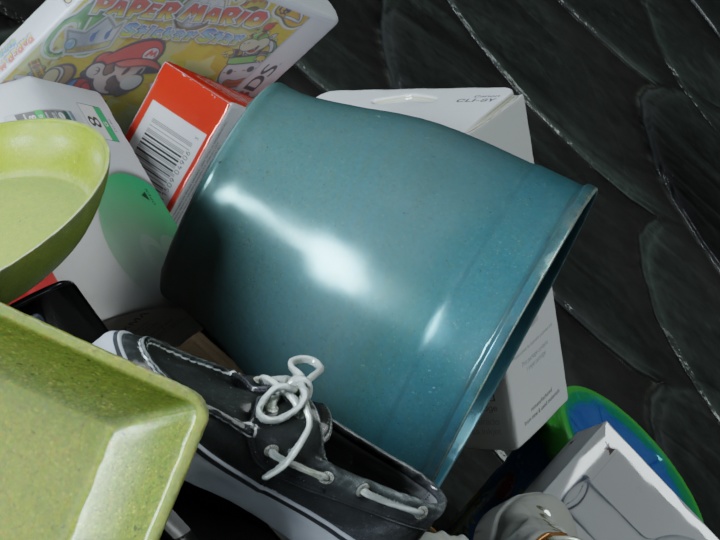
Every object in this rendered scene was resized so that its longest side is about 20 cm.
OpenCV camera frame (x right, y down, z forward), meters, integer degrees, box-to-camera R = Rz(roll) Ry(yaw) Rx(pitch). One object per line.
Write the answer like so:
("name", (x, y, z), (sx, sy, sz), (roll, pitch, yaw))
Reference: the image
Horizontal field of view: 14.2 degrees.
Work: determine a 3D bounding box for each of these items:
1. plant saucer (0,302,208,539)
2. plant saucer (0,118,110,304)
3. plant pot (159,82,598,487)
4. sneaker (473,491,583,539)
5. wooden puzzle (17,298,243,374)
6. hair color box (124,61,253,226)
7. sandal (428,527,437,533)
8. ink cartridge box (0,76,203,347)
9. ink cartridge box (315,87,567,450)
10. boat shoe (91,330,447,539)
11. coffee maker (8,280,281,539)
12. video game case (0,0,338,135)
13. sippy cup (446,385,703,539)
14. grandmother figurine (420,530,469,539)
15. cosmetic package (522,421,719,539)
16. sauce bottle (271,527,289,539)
("plant saucer", (-0.192, 0.110, 1.269), (0.199, 0.200, 0.048), (26, -10, -25))
("plant saucer", (-0.212, -0.013, 1.428), (0.200, 0.199, 0.031), (-85, 157, -61))
("plant pot", (0.000, 0.000, 1.568), (0.187, 0.201, 0.200), (28, 21, 5))
("sneaker", (0.103, 0.167, 1.557), (0.073, 0.084, 0.200), (60, 23, -9))
("wooden puzzle", (-0.130, 0.065, 1.638), (0.200, 0.037, 0.185), (47, 21, -16))
("hair color box", (-0.074, -0.048, 1.783), (0.064, 0.111, 0.200), (33, 7, 32))
("sandal", (0.022, 0.163, 1.573), (0.200, 0.054, 0.081), (76, 18, -71))
("ink cartridge box", (-0.174, -0.036, 1.590), (0.161, 0.050, 0.200), (59, 19, 18))
("ink cartridge box", (0.032, -0.001, 1.723), (0.083, 0.145, 0.201), (-37, 122, -55))
("boat shoe", (-0.041, 0.078, 1.376), (0.199, 0.068, 0.074), (38, 20, -23))
("coffee maker", (-0.129, 0.118, 1.420), (0.200, 0.135, 0.192), (51, 20, 11))
("video game case", (-0.134, -0.120, 1.730), (0.200, 0.182, 0.023), (15, 39, -53))
("sippy cup", (0.126, 0.164, 1.813), (0.178, 0.130, 0.139), (55, 21, 16))
("grandmother figurine", (0.000, 0.214, 1.437), (0.121, 0.200, 0.060), (43, -21, -26))
("cosmetic package", (0.125, 0.211, 1.677), (0.151, 0.200, 0.052), (45, -22, -3))
("sauce bottle", (-0.030, 0.137, 1.621), (0.065, 0.065, 0.200), (48, 12, 0))
